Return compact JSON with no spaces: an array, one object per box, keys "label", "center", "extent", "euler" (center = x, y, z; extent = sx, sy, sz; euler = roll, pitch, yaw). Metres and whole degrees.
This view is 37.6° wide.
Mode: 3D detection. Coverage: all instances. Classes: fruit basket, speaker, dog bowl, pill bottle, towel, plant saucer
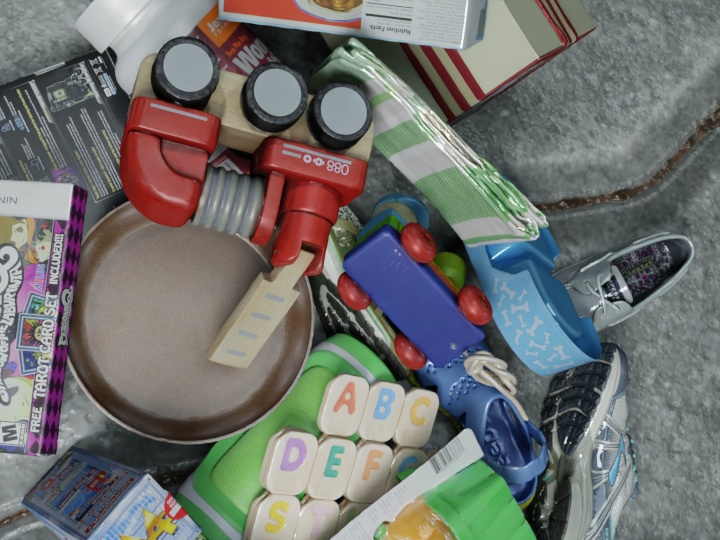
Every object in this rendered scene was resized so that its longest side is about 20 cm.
[{"label":"fruit basket","center":[0.042,0.242,0.847],"extent":[0.199,0.094,0.186],"euler":[-35,123,-6]},{"label":"speaker","center":[-0.060,0.145,0.855],"extent":[0.088,0.088,0.200],"euler":[46,69,-4]},{"label":"dog bowl","center":[0.141,0.005,0.920],"extent":[0.111,0.049,0.201],"euler":[32,31,-45]},{"label":"pill bottle","center":[-0.129,-0.160,0.869],"extent":[0.200,0.109,0.110],"euler":[45,68,-17]},{"label":"towel","center":[0.044,-0.091,0.820],"extent":[0.200,0.152,0.023],"euler":[42,80,-10]},{"label":"plant saucer","center":[-0.136,0.036,0.835],"extent":[0.199,0.032,0.202],"euler":[4,76,-17]}]

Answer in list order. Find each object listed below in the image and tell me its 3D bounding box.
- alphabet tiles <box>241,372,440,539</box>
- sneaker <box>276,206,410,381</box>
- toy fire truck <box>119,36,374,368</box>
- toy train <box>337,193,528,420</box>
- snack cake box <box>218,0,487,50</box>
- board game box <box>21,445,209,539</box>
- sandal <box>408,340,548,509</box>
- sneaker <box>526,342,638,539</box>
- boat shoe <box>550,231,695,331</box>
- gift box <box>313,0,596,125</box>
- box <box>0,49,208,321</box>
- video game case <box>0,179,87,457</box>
[{"label":"alphabet tiles","center":[-0.001,0.185,0.847],"extent":[0.199,0.015,0.197],"euler":[16,90,-39]},{"label":"sneaker","center":[0.000,0.000,0.917],"extent":[0.088,0.077,0.201],"euler":[-31,91,-30]},{"label":"toy fire truck","center":[-0.096,-0.040,0.775],"extent":[0.175,0.129,0.202],"euler":[13,76,-16]},{"label":"toy train","center":[0.073,0.029,0.885],"extent":[0.200,0.084,0.116],"euler":[46,24,-17]},{"label":"snack cake box","center":[-0.003,-0.237,0.794],"extent":[0.198,0.067,0.116],"euler":[11,112,16]},{"label":"board game box","center":[-0.145,0.205,0.752],"extent":[0.200,0.200,0.062],"euler":[43,68,-4]},{"label":"sandal","center":[0.105,0.113,0.914],"extent":[0.079,0.087,0.201],"euler":[-29,84,-19]},{"label":"sneaker","center":[0.210,0.166,0.953],"extent":[0.086,0.077,0.201],"euler":[21,79,-25]},{"label":"boat shoe","center":[0.225,0.016,0.981],"extent":[0.200,0.071,0.070],"euler":[-28,88,-20]},{"label":"gift box","center":[0.058,-0.223,0.909],"extent":[0.188,0.199,0.184],"euler":[58,31,-2]},{"label":"box","center":[-0.239,-0.061,0.864],"extent":[0.159,0.044,0.201],"euler":[-27,87,-21]},{"label":"video game case","center":[-0.303,0.030,0.785],"extent":[0.180,0.036,0.202],"euler":[4,82,8]}]
